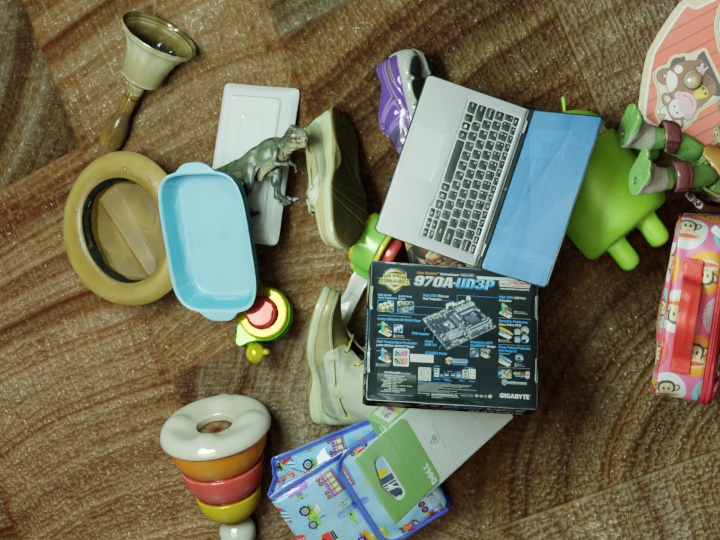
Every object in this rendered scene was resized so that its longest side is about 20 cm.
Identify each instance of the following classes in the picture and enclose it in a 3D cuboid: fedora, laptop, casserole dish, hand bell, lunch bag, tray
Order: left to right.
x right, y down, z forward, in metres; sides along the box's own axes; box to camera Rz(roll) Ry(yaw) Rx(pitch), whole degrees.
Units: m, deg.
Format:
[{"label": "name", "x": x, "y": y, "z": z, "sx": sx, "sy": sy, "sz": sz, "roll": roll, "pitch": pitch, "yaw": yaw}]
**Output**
[{"label": "hand bell", "x": -0.302, "y": -0.224, "z": 1.533, "sx": 0.104, "sy": 0.104, "sz": 0.201, "roll": 37, "pitch": 116, "yaw": 12}, {"label": "fedora", "x": -0.295, "y": -0.054, "z": 1.538, "sx": 0.197, "sy": 0.082, "sz": 0.204, "roll": 1, "pitch": 93, "yaw": 20}, {"label": "casserole dish", "x": -0.182, "y": -0.038, "z": 1.442, "sx": 0.119, "sy": 0.039, "sz": 0.203, "roll": 0, "pitch": 108, "yaw": 22}, {"label": "tray", "x": -0.142, "y": -0.138, "z": 1.489, "sx": 0.106, "sy": 0.022, "sz": 0.204, "roll": 7, "pitch": 86, "yaw": 16}, {"label": "lunch bag", "x": 0.008, "y": 0.269, "z": 1.451, "sx": 0.198, "sy": 0.094, "sz": 0.152, "roll": -29, "pitch": 109, "yaw": 9}, {"label": "laptop", "x": 0.135, "y": -0.103, "z": 1.276, "sx": 0.197, "sy": 0.116, "sz": 0.190, "roll": 19, "pitch": 90, "yaw": 4}, {"label": "lunch bag", "x": 0.363, "y": 0.039, "z": 1.274, "sx": 0.081, "sy": 0.176, "sz": 0.204, "roll": 9, "pitch": 98, "yaw": 18}]

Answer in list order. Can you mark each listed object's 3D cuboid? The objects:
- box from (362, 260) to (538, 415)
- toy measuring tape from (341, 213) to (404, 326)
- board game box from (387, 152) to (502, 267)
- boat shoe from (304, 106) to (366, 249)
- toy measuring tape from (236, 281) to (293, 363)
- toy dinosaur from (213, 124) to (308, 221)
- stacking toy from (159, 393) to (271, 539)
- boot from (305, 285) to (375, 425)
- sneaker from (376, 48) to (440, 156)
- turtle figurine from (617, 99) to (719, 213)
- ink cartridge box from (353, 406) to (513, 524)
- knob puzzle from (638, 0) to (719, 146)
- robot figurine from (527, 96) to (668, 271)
[{"label": "box", "x": 0.103, "y": 0.077, "z": 1.329, "sx": 0.196, "sy": 0.046, "sz": 0.162, "roll": 3, "pitch": 75, "yaw": -3}, {"label": "toy measuring tape", "x": 0.000, "y": 0.000, "z": 1.442, "sx": 0.073, "sy": 0.073, "sz": 0.202, "roll": 31, "pitch": 104, "yaw": 13}, {"label": "board game box", "x": 0.122, "y": -0.028, "z": 1.380, "sx": 0.133, "sy": 0.035, "sz": 0.203, "roll": -16, "pitch": 106, "yaw": 3}, {"label": "boat shoe", "x": -0.039, "y": -0.106, "z": 1.417, "sx": 0.063, "sy": 0.073, "sz": 0.203, "roll": -25, "pitch": 53, "yaw": 28}, {"label": "toy measuring tape", "x": -0.117, "y": 0.018, "z": 1.498, "sx": 0.072, "sy": 0.073, "sz": 0.204, "roll": 3, "pitch": 83, "yaw": 18}, {"label": "toy dinosaur", "x": -0.127, "y": -0.115, "z": 1.444, "sx": 0.198, "sy": 0.047, "sz": 0.089, "roll": -18, "pitch": 94, "yaw": 31}, {"label": "stacking toy", "x": -0.175, "y": 0.277, "z": 1.524, "sx": 0.144, "sy": 0.146, "sz": 0.203, "roll": 0, "pitch": 114, "yaw": 18}, {"label": "boot", "x": 0.012, "y": 0.115, "z": 1.431, "sx": 0.152, "sy": 0.072, "sz": 0.203, "roll": 9, "pitch": 124, "yaw": 14}, {"label": "sneaker", "x": 0.065, "y": -0.164, "z": 1.422, "sx": 0.083, "sy": 0.080, "sz": 0.204, "roll": -6, "pitch": 95, "yaw": 44}, {"label": "turtle figurine", "x": 0.383, "y": -0.133, "z": 1.224, "sx": 0.191, "sy": 0.200, "sz": 0.147, "roll": 4, "pitch": 88, "yaw": -13}, {"label": "ink cartridge box", "x": 0.076, "y": 0.188, "z": 1.374, "sx": 0.199, "sy": 0.059, "sz": 0.105, "roll": -39, "pitch": 113, "yaw": -20}, {"label": "knob puzzle", "x": 0.404, "y": -0.215, "z": 1.314, "sx": 0.216, "sy": 0.030, "sz": 0.224, "roll": 2, "pitch": 96, "yaw": 18}, {"label": "robot figurine", "x": 0.264, "y": -0.096, "z": 1.327, "sx": 0.175, "sy": 0.116, "sz": 0.201, "roll": -41, "pitch": 82, "yaw": 11}]
